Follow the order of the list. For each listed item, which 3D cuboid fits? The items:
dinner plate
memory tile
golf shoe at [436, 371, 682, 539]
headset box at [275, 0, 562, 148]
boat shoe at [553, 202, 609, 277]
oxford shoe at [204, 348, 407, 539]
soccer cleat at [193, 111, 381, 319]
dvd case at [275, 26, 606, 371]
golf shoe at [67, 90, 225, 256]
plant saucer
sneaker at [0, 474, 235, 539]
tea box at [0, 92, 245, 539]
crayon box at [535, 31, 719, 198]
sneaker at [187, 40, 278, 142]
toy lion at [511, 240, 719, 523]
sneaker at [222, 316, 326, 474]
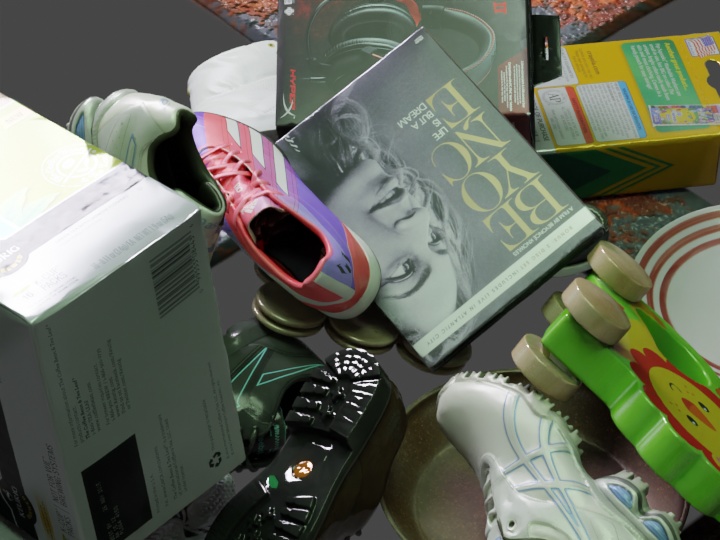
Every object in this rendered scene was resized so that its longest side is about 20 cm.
[{"bbox_3d":[0.284,0.024,1.783,0.198,0.024,0.201,1,40,-1],"label":"dinner plate"},{"bbox_3d":[0.000,0.000,1.764,0.152,0.017,0.200,14,31,-8],"label":"memory tile"},{"bbox_3d":[0.099,0.137,1.557,0.097,0.079,0.200,-32,50,-25],"label":"golf shoe"},{"bbox_3d":[0.043,-0.151,1.818,0.198,0.075,0.150,-2,63,6],"label":"headset box"},{"bbox_3d":[0.088,-0.040,1.795,0.200,0.061,0.072,3,32,-21],"label":"boat shoe"},{"bbox_3d":[-0.030,0.153,1.576,0.072,0.084,0.200,25,72,42],"label":"oxford shoe"},{"bbox_3d":[-0.069,-0.045,1.695,0.200,0.073,0.068,43,97,27],"label":"soccer cleat"},{"bbox_3d":[0.045,-0.050,1.715,0.148,0.016,0.200,-38,66,-5],"label":"dvd case"},{"bbox_3d":[-0.126,-0.017,1.664,0.097,0.201,0.078,2,24,42],"label":"golf shoe"},{"bbox_3d":[0.108,0.143,1.632,0.199,0.037,0.201,1,40,0],"label":"plant saucer"},{"bbox_3d":[-0.173,0.165,1.565,0.115,0.075,0.200,31,52,26],"label":"sneaker"},{"bbox_3d":[-0.189,0.034,1.512,0.196,0.201,0.133,29,51,35],"label":"tea box"},{"bbox_3d":[0.186,-0.114,1.917,0.198,0.052,0.126,-6,42,-8],"label":"crayon box"},{"bbox_3d":[-0.031,-0.130,1.913,0.198,0.074,0.116,-6,45,-7],"label":"sneaker"},{"bbox_3d":[0.193,0.081,1.617,0.192,0.069,0.200,42,17,1],"label":"toy lion"},{"bbox_3d":[-0.097,0.097,1.648,0.079,0.076,0.200,34,50,29],"label":"sneaker"}]
